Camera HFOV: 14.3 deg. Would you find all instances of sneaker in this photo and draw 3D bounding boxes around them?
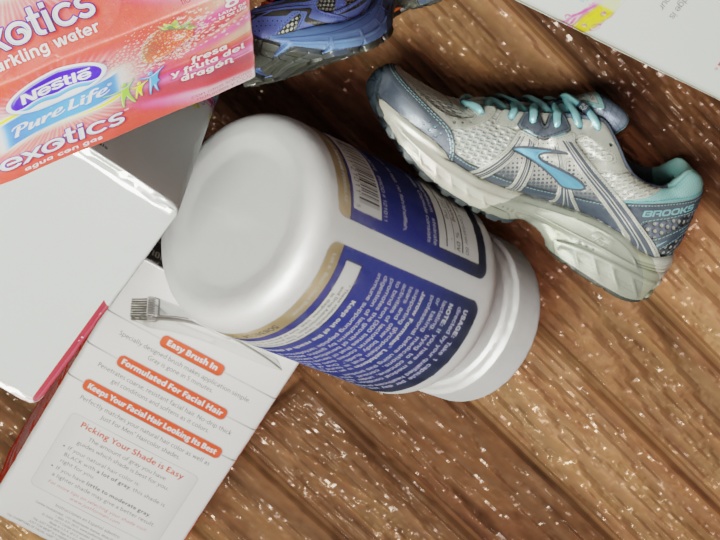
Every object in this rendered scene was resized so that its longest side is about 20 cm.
[{"bbox_3d":[-0.014,-0.150,1.438,0.075,0.200,0.079,-19,102,37],"label":"sneaker"},{"bbox_3d":[0.095,-0.069,1.541,0.199,0.078,0.087,29,107,-19],"label":"sneaker"}]

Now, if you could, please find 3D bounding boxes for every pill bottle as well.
[{"bbox_3d":[0.000,0.000,1.515,0.116,0.116,0.200,-39,141,24],"label":"pill bottle"}]

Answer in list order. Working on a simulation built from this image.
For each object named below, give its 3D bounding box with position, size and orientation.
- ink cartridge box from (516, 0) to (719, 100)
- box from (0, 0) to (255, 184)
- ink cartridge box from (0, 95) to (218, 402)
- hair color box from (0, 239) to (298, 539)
[{"bbox_3d":[0.143,-0.192,1.429,0.199,0.083,0.146,24,120,-21],"label":"ink cartridge box"},{"bbox_3d":[-0.157,-0.112,1.309,0.199,0.103,0.095,-23,159,-9],"label":"box"},{"bbox_3d":[-0.170,-0.065,1.486,0.144,0.200,0.146,32,118,-10],"label":"ink cartridge box"},{"bbox_3d":[-0.118,0.075,1.641,0.111,0.064,0.200,29,120,-10],"label":"hair color box"}]
